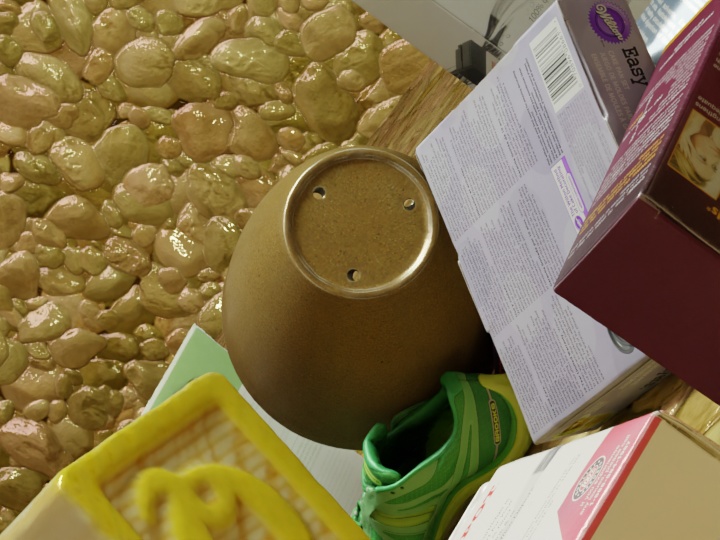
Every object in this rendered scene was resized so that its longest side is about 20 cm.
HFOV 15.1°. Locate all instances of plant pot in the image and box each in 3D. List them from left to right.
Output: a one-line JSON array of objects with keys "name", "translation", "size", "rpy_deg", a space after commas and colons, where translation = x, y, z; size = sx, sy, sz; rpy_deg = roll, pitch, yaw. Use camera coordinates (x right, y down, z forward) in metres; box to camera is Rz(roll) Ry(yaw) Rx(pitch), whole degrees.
[{"name": "plant pot", "translation": [0.000, 0.000, 1.669], "size": [0.187, 0.186, 0.200], "rpy_deg": [-56, -9, -12]}]

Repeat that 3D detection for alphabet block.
[{"name": "alphabet block", "translation": [-0.122, 0.212, 1.576], "size": [0.200, 0.195, 0.196], "rpy_deg": [-44, -3, 30]}]

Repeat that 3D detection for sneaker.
[{"name": "sneaker", "translation": [0.025, 0.131, 1.684], "size": [0.200, 0.083, 0.074], "rpy_deg": [-53, 34, 24]}]

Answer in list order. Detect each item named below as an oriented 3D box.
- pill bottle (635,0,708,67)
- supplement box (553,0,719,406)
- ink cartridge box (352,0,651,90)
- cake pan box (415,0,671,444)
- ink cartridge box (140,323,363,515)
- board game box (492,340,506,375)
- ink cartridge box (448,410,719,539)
[{"name": "pill bottle", "translation": [0.228, -0.140, 1.484], "size": [0.200, 0.119, 0.120], "rpy_deg": [-54, 6, 14]}, {"name": "supplement box", "translation": [0.186, -0.045, 1.336], "size": [0.086, 0.110, 0.200], "rpy_deg": [-49, 9, 46]}, {"name": "ink cartridge box", "translation": [0.118, -0.174, 1.666], "size": [0.145, 0.200, 0.084], "rpy_deg": [-57, 7, -18]}, {"name": "cake pan box", "translation": [0.115, -0.029, 1.471], "size": [0.052, 0.201, 0.184], "rpy_deg": [-12, -19, -31]}, {"name": "ink cartridge box", "translation": [-0.064, 0.147, 1.782], "size": [0.048, 0.200, 0.146], "rpy_deg": [-47, 10, 37]}, {"name": "board game box", "translation": [0.112, -0.007, 1.751], "size": [0.200, 0.032, 0.120], "rpy_deg": [-67, -21, -58]}, {"name": "ink cartridge box", "translation": [0.087, 0.152, 1.176], "size": [0.147, 0.083, 0.200], "rpy_deg": [-57, 7, -18]}]
